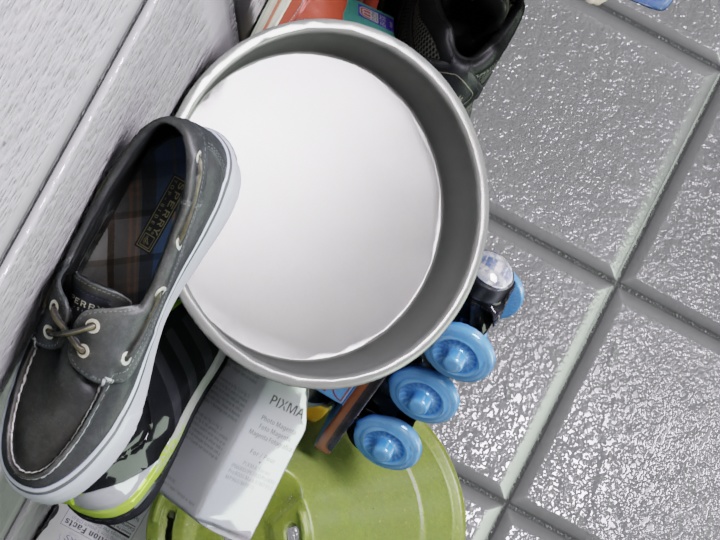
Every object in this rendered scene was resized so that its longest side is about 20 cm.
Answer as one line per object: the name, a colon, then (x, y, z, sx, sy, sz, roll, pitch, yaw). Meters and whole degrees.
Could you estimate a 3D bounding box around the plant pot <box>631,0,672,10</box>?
plant pot: (0.128, -0.267, 1.128, 0.201, 0.199, 0.180, -64, 164, 5)

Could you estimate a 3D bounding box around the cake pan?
cake pan: (-0.024, -0.036, 1.113, 0.201, 0.199, 0.037, -62, -158, -11)

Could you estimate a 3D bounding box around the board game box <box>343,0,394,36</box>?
board game box: (-0.040, -0.054, 1.282, 0.201, 0.045, 0.153, -57, -160, 31)

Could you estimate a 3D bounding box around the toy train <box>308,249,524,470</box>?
toy train: (0.020, 0.040, 1.248, 0.200, 0.114, 0.087, -55, -176, 47)

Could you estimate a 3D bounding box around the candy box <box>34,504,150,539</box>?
candy box: (-0.165, 0.166, 1.456, 0.201, 0.071, 0.168, -61, 176, -32)

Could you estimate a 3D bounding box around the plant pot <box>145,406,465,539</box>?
plant pot: (-0.051, 0.176, 1.368, 0.201, 0.199, 0.190, -63, 159, 7)

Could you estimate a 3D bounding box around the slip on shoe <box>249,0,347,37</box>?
slip on shoe: (-0.037, -0.125, 1.196, 0.201, 0.061, 0.074, -63, 176, -16)

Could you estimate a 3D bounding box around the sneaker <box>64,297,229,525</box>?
sneaker: (-0.121, 0.046, 1.132, 0.083, 0.071, 0.202, 64, 35, -55)

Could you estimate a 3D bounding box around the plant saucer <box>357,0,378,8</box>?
plant saucer: (-0.007, -0.185, 1.407, 0.201, 0.036, 0.200, -64, 176, 22)

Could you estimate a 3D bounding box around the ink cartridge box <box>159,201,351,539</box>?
ink cartridge box: (-0.078, 0.040, 1.216, 0.162, 0.057, 0.201, 27, -94, 52)

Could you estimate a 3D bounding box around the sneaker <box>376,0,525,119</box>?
sneaker: (0.061, -0.170, 1.315, 0.115, 0.076, 0.200, -58, -166, 31)

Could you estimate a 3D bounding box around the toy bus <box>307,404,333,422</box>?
toy bus: (0.000, 0.000, 1.344, 0.200, 0.078, 0.065, -51, -151, 9)

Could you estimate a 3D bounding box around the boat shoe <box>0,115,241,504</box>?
boat shoe: (-0.125, 0.015, 0.972, 0.201, 0.068, 0.057, -64, 158, -4)

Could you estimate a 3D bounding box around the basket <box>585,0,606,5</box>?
basket: (0.163, -0.323, 1.430, 0.200, 0.198, 0.161, -52, 176, 25)
